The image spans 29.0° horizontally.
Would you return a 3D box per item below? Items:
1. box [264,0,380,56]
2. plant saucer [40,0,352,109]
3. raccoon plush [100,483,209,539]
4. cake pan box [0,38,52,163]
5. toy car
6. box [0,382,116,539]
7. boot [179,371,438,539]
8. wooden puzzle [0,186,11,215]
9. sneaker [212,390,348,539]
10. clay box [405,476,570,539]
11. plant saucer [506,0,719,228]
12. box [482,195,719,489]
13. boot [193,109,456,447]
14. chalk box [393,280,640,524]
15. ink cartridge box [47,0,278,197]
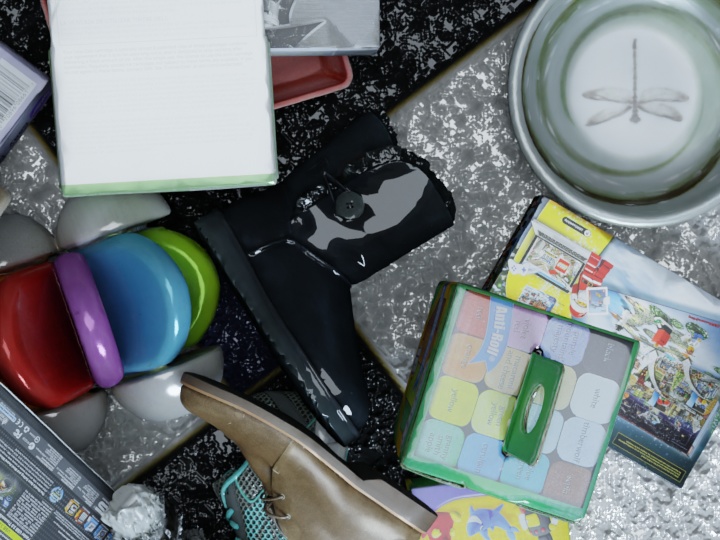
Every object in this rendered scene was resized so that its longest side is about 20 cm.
[{"bbox_3d":[-0.066,-0.249,0.968,0.158,0.048,0.200,0,92,-3],"label":"box"},{"bbox_3d":[-0.127,-0.201,1.008,0.199,0.037,0.200,-17,94,-3],"label":"plant saucer"},{"bbox_3d":[-0.101,0.234,0.895,0.134,0.200,0.097,36,78,28],"label":"raccoon plush"},{"bbox_3d":[-0.345,-0.117,0.991,0.184,0.052,0.200,35,90,-6],"label":"cake pan box"},{"bbox_3d":[-0.194,0.035,0.954,0.200,0.150,0.175,-19,92,-3],"label":"toy car"},{"bbox_3d":[-0.250,0.164,0.880,0.160,0.044,0.200,-53,135,-19],"label":"box"},{"bbox_3d":[-0.048,0.141,0.940,0.200,0.074,0.075,35,89,-7],"label":"boot"},{"bbox_3d":[-0.329,0.019,0.919,0.185,0.046,0.200,18,83,25],"label":"wooden puzzle"},{"bbox_3d":[-0.067,0.179,1.012,0.091,0.078,0.200,13,83,4],"label":"sneaker"},{"bbox_3d":[0.101,0.249,1.029,0.115,0.048,0.200,-7,91,-3],"label":"clay box"},{"bbox_3d":[0.203,-0.132,1.022,0.200,0.050,0.200,0,92,-4],"label":"plant saucer"},{"bbox_3d":[0.183,0.053,1.033,0.200,0.038,0.137,31,90,-4],"label":"box"},{"bbox_3d":[0.000,0.000,0.978,0.168,0.076,0.200,-31,73,-7],"label":"boot"},{"bbox_3d":[0.097,0.082,0.907,0.124,0.200,0.125,18,89,0],"label":"chalk box"},{"bbox_3d":[-0.132,-0.152,0.920,0.145,0.048,0.200,-3,99,-3],"label":"ink cartridge box"}]
